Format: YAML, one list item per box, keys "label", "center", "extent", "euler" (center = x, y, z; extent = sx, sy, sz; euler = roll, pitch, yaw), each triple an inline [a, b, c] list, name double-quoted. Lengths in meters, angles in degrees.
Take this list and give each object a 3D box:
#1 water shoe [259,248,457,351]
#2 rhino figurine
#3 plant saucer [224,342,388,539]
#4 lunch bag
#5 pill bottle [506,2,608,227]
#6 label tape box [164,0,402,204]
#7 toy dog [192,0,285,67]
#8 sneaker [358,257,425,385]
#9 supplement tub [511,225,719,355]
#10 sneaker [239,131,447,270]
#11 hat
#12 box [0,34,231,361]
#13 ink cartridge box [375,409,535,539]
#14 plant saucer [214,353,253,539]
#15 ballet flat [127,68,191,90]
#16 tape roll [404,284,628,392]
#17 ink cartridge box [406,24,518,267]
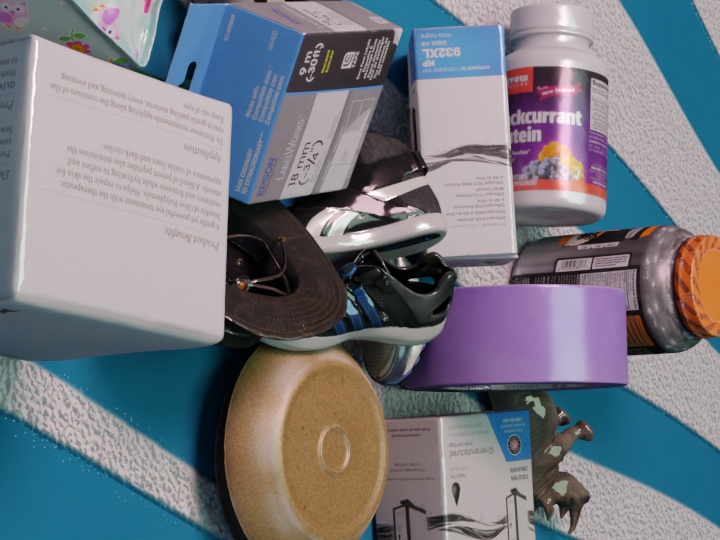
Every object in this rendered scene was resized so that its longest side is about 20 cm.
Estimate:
- label: "water shoe"
  center: [-0.013, 0.015, 1.697]
  extent: [0.199, 0.072, 0.079]
  euler: [-1, 125, -35]
- label: "rhino figurine"
  center: [0.174, 0.162, 1.996]
  extent: [0.087, 0.060, 0.202]
  euler: [-26, 108, -28]
- label: "plant saucer"
  center: [-0.033, 0.146, 1.693]
  extent: [0.199, 0.035, 0.202]
  euler: [10, 78, -52]
- label: "lunch bag"
  center: [-0.247, -0.223, 1.401]
  extent: [0.200, 0.169, 0.123]
  euler: [41, 56, -46]
- label: "pill bottle"
  center: [0.183, -0.149, 2.005]
  extent: [0.111, 0.111, 0.202]
  euler: [14, 75, -51]
- label: "label tape box"
  center: [-0.067, -0.128, 1.594]
  extent: [0.199, 0.063, 0.145]
  euler: [-12, 128, -54]
- label: "toy dog"
  center: [-0.073, -0.224, 1.632]
  extent: [0.132, 0.096, 0.200]
  euler: [-56, 169, -19]
- label: "sneaker"
  center: [0.000, 0.000, 1.794]
  extent: [0.085, 0.077, 0.202]
  euler: [2, 77, -42]
- label: "supplement tub"
  center: [0.255, 0.021, 2.007]
  extent: [0.122, 0.199, 0.124]
  euler: [8, 79, -52]
- label: "sneaker"
  center: [-0.035, -0.056, 1.727]
  extent: [0.198, 0.073, 0.113]
  euler: [-11, 69, -23]
- label: "hat"
  center: [-0.111, 0.003, 1.602]
  extent: [0.199, 0.081, 0.201]
  euler: [24, 33, -16]
- label: "box"
  center: [-0.221, -0.039, 1.393]
  extent: [0.198, 0.199, 0.173]
  euler: [15, 72, -51]
- label: "ink cartridge box"
  center: [0.086, 0.229, 1.857]
  extent: [0.145, 0.084, 0.202]
  euler: [-1, 86, -53]
- label: "plant saucer"
  center: [-0.043, 0.157, 1.736]
  extent: [0.200, 0.036, 0.202]
  euler: [10, 77, -52]
- label: "ballet flat"
  center: [-0.151, -0.122, 1.620]
  extent: [0.199, 0.068, 0.063]
  euler: [11, 105, -49]
- label: "tape roll"
  center: [0.137, 0.062, 1.848]
  extent: [0.199, 0.199, 0.086]
  euler: [6, 82, -52]
- label: "ink cartridge box"
  center: [0.088, -0.106, 1.846]
  extent: [0.145, 0.083, 0.202]
  euler: [116, -29, -87]
